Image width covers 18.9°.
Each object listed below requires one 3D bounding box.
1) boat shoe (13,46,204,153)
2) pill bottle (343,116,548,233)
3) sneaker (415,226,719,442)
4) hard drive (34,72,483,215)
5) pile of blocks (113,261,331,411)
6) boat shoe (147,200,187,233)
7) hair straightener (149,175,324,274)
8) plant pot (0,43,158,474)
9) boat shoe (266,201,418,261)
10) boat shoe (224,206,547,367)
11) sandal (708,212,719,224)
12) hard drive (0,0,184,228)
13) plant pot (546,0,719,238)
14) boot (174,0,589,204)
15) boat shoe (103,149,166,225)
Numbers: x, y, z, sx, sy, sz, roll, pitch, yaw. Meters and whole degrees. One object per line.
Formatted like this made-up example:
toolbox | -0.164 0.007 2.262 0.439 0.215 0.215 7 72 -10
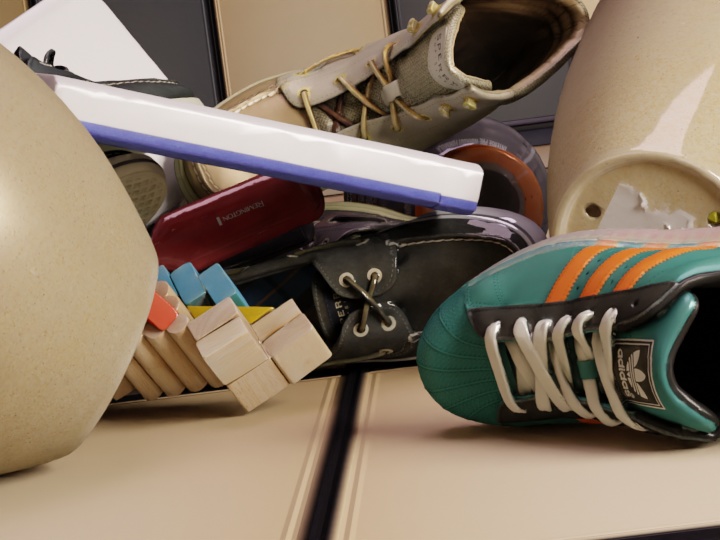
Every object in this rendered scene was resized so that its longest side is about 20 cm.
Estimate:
boat shoe | -0.173 -0.081 1.100 0.199 0.066 0.075 -18 -15 -30
pill bottle | 0.054 -0.042 1.306 0.106 0.107 0.200 -8 6 -8
sneaker | 0.101 0.025 0.789 0.199 0.072 0.080 -12 12 29
hard drive | -0.058 -0.060 1.009 0.199 0.025 0.132 11 3 -19
pile of blocks | -0.112 0.017 0.978 0.199 0.082 0.062 -4 -36 23
boat shoe | -0.130 0.008 1.216 0.075 0.074 0.200 3 30 13
hair straightener | -0.111 0.010 1.097 0.200 0.041 0.077 -29 -14 -17
plant pot | -0.161 0.006 0.874 0.134 0.201 0.200 25 -3 -16
boat shoe | 0.001 0.001 1.131 0.200 0.072 0.066 1 4 28
boat shoe | -0.007 0.018 1.030 0.199 0.069 0.057 -13 3 18
sandal | 0.240 -0.032 1.147 0.200 0.087 0.080 -27 18 47
hard drive | -0.182 -0.052 1.144 0.200 0.132 0.027 -40 0 -29
plant pot | 0.161 -0.045 1.003 0.187 0.188 0.200 -4 22 26
boot | 0.009 -0.091 1.134 0.199 0.072 0.155 -22 0 -25
boat shoe | -0.187 -0.018 1.031 0.199 0.062 0.075 -23 -24 12
